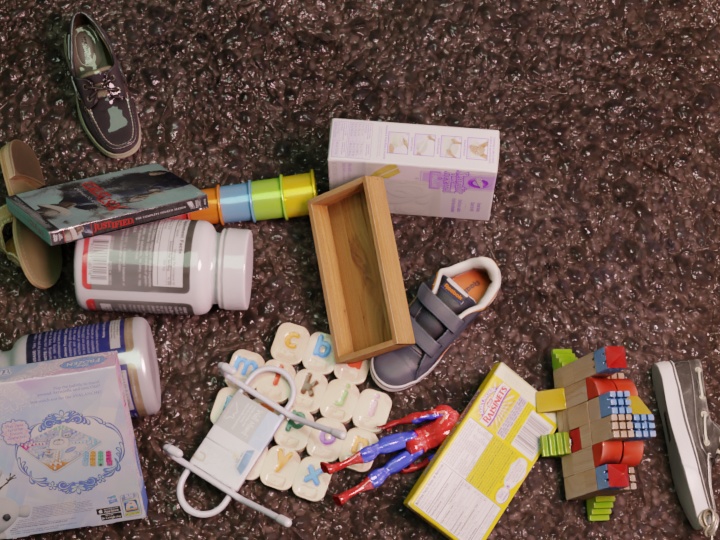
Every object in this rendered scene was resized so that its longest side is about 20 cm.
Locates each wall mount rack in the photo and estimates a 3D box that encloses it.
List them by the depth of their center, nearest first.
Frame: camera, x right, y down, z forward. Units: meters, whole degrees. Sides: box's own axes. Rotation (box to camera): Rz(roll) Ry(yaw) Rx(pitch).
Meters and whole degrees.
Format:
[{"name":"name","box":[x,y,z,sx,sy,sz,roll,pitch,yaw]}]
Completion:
[{"name":"wall mount rack","box":[-0.119,0.201,1.687,0.173,0.075,0.200,30,74,11]}]

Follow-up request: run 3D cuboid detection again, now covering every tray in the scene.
[{"name":"tray","box":[0.000,0.000,1.739,0.098,0.037,0.201,-21,74,40]}]

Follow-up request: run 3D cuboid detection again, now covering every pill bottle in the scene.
[{"name":"pill bottle","box":[-0.337,0.124,1.713,0.199,0.116,0.116,-8,70,-3]},{"name":"pill bottle","box":[-0.231,-0.005,1.761,0.199,0.114,0.114,3,69,1]}]

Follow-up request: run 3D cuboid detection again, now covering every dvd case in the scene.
[{"name":"dvd case","box":[-0.300,-0.080,1.758,0.199,0.022,0.146,-16,27,-27]}]

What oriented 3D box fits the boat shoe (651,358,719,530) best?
[{"name":"boat shoe","box":[0.386,0.195,1.701,0.063,0.071,0.201,-7,68,-1]}]

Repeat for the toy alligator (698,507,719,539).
[{"name":"toy alligator","box":[0.387,0.365,1.639,0.054,0.059,0.201,17,80,-37]}]

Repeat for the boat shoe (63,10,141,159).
[{"name":"boat shoe","box":[-0.331,-0.236,1.874,0.072,0.065,0.201,-17,71,-7]}]

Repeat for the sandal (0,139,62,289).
[{"name":"sandal","box":[-0.422,-0.055,1.820,0.070,0.078,0.212,-28,61,24]}]

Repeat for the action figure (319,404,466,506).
[{"name":"action figure","box":[0.051,0.203,1.709,0.199,0.052,0.066,-23,91,-17]}]

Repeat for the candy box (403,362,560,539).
[{"name":"candy box","box":[0.143,0.215,1.703,0.102,0.026,0.200,38,73,-8]}]

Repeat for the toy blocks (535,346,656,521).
[{"name":"toy blocks","box":[0.275,0.172,1.663,0.100,0.137,0.201,2,74,-20]}]

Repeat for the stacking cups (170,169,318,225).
[{"name":"stacking cups","box":[-0.151,-0.079,1.819,0.199,0.061,0.061,-10,70,0]}]

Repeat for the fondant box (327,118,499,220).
[{"name":"fondant box","box":[0.062,-0.119,1.783,0.199,0.144,0.058,3,69,2]}]

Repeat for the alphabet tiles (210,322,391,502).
[{"name":"alphabet tiles","box":[-0.070,0.165,1.748,0.199,0.015,0.196,17,71,7]}]

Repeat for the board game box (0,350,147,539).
[{"name":"board game box","box":[-0.352,0.198,1.658,0.199,0.200,0.043,-8,26,-3]}]

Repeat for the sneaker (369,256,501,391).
[{"name":"sneaker","box":[0.087,0.055,1.748,0.078,0.079,0.200,41,73,11]}]
